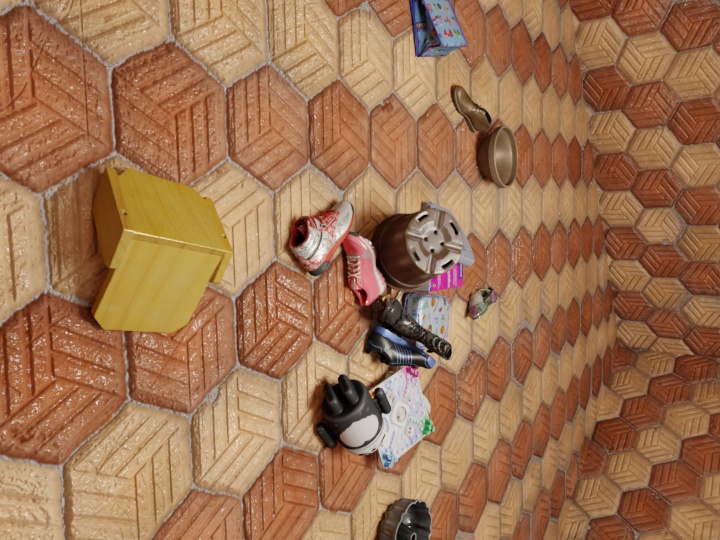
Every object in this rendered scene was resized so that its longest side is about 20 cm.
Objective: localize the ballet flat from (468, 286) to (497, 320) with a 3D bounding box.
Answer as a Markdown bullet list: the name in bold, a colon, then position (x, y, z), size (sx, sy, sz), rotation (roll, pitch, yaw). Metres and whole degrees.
- **ballet flat**: position (0.410, 0.104, 1.873), size (0.199, 0.068, 0.073), rotation (-27, 94, -52)

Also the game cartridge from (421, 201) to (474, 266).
- **game cartridge**: position (0.254, -0.103, 1.580), size (0.131, 0.041, 0.204), rotation (23, 38, -41)

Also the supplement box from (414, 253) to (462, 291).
- **supplement box**: position (0.205, 0.001, 1.568), size (0.198, 0.101, 0.105), rotation (-5, 95, -53)

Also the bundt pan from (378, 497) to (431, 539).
- **bundt pan**: position (0.116, 0.723, 1.508), size (0.199, 0.074, 0.209), rotation (-4, 95, -51)

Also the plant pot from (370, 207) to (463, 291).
- **plant pot**: position (0.143, -0.059, 1.346), size (0.194, 0.198, 0.207), rotation (2, 83, -16)

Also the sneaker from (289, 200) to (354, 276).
- **sneaker**: position (-0.085, -0.100, 1.216), size (0.108, 0.066, 0.205), rotation (51, 56, -43)

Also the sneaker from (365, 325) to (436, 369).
- **sneaker**: position (0.102, 0.220, 1.429), size (0.197, 0.070, 0.079), rotation (30, 79, -12)

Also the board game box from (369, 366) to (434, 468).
- **board game box**: position (0.106, 0.373, 1.429), size (0.197, 0.026, 0.205), rotation (-24, 102, -40)

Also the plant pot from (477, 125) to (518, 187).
- **plant pot**: position (0.461, -0.384, 1.884), size (0.198, 0.091, 0.208), rotation (-2, 92, -51)

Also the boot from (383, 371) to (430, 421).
- **boot**: position (0.109, 0.385, 1.492), size (0.200, 0.071, 0.147), rotation (43, 59, -35)

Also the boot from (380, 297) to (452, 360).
- **boot**: position (0.149, 0.152, 1.369), size (0.070, 0.172, 0.200), rotation (-56, 149, -7)

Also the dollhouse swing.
- **dollhouse swing**: position (-0.347, -0.026, 0.909), size (0.198, 0.176, 0.184), rotation (11, 42, -51)

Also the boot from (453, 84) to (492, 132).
- **boot**: position (0.361, -0.524, 1.763), size (0.199, 0.074, 0.075), rotation (38, 65, -45)

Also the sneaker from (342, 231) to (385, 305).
- **sneaker**: position (0.000, 0.000, 1.326), size (0.087, 0.072, 0.203), rotation (-51, 129, -35)

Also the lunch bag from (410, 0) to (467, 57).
- **lunch bag**: position (0.210, -0.723, 1.559), size (0.149, 0.093, 0.206), rotation (-23, 101, -46)

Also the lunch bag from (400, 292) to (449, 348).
- **lunch bag**: position (0.183, 0.148, 1.570), size (0.198, 0.074, 0.166), rotation (6, 89, -53)

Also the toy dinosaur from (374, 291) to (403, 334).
- **toy dinosaur**: position (0.092, 0.085, 1.459), size (0.105, 0.060, 0.205), rotation (1, 112, -55)

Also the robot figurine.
- **robot figurine**: position (-0.016, 0.339, 1.279), size (0.203, 0.147, 0.126), rotation (63, 34, -31)
